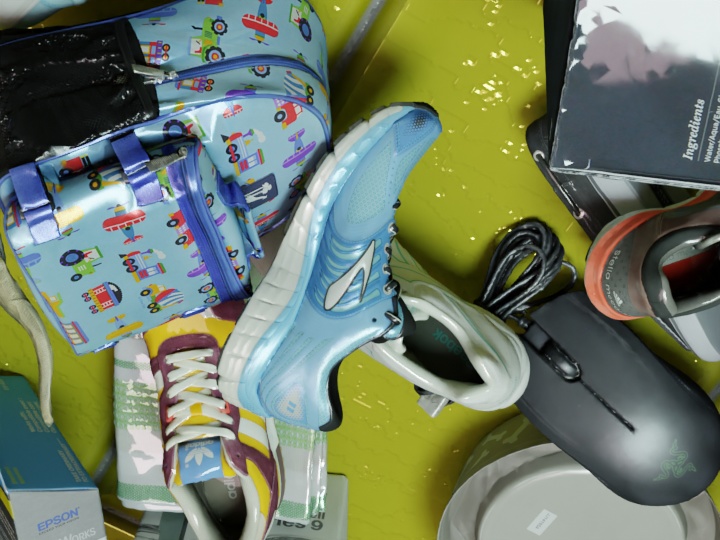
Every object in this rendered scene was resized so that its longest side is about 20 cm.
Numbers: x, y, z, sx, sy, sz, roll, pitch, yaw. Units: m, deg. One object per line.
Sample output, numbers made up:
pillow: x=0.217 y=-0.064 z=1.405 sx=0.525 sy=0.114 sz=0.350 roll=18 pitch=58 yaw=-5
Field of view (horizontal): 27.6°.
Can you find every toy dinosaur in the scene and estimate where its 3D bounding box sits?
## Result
toy dinosaur: x=-0.213 y=-0.016 z=0.805 sx=0.047 sy=0.201 sz=0.088 roll=-26 pitch=154 yaw=-25

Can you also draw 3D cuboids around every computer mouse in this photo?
computer mouse: x=0.142 y=0.079 z=0.914 sx=0.199 sy=0.053 sz=0.139 roll=36 pitch=99 yaw=0

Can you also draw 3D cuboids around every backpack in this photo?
backpack: x=-0.100 y=-0.063 z=0.817 sx=0.198 sy=0.135 sz=0.183 roll=-18 pitch=151 yaw=-8

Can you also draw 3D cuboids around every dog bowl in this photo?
dog bowl: x=0.153 y=0.178 z=1.022 sx=0.198 sy=0.059 sz=0.202 roll=3 pitch=123 yaw=4

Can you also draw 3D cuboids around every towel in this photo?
towel: x=-0.094 y=0.072 z=0.974 sx=0.147 sy=0.031 sz=0.202 roll=3 pitch=110 yaw=3

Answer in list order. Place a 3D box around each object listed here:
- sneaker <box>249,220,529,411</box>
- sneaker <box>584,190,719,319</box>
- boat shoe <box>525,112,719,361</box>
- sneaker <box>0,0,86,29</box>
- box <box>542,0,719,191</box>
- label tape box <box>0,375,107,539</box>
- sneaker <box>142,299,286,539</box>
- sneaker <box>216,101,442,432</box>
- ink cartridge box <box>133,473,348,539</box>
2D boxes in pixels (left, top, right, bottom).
sneaker: x=0.013 y=0.017 z=0.884 sx=0.199 sy=0.080 sz=0.071 roll=31 pitch=97 yaw=12
sneaker: x=0.225 y=-0.021 z=0.825 sx=0.199 sy=0.082 sz=0.078 roll=-31 pitch=111 yaw=-15
boat shoe: x=0.163 y=-0.020 z=0.890 sx=0.066 sy=0.070 sz=0.200 roll=-13 pitch=128 yaw=38
sneaker: x=-0.110 y=-0.173 z=0.786 sx=0.199 sy=0.074 sz=0.082 roll=-31 pitch=112 yaw=15
box: x=0.194 y=-0.135 z=0.727 sx=0.194 sy=0.201 sz=0.125 roll=5 pitch=122 yaw=3
label tape box: x=-0.225 y=0.145 z=0.989 sx=0.063 sy=0.144 sz=0.202 roll=-20 pitch=127 yaw=-24
sneaker: x=-0.094 y=0.087 z=0.920 sx=0.074 sy=0.090 sz=0.202 roll=-14 pitch=106 yaw=11
sneaker: x=0.000 y=0.000 z=0.828 sx=0.089 sy=0.078 sz=0.202 roll=28 pitch=96 yaw=9
ink cartridge box: x=-0.089 y=0.226 z=0.999 sx=0.144 sy=0.201 sz=0.085 roll=4 pitch=121 yaw=3
